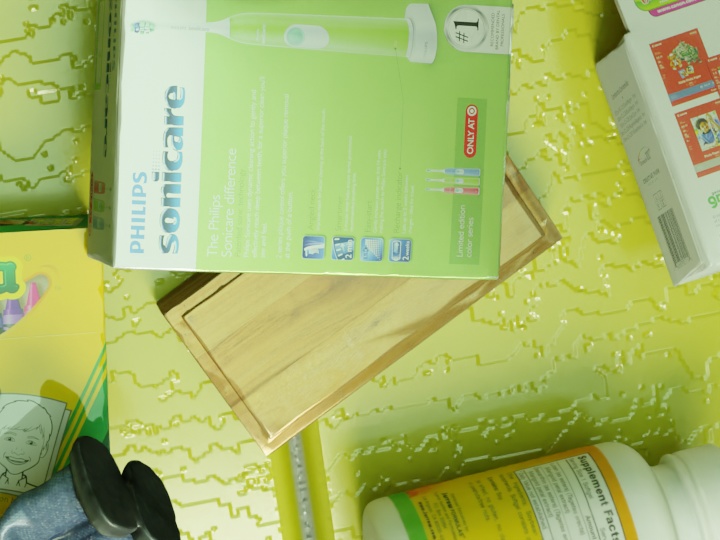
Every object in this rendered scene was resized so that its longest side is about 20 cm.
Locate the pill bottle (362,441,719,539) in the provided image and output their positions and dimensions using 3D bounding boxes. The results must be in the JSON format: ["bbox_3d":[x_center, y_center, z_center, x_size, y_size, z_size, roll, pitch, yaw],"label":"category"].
[{"bbox_3d":[0.109,0.157,1.300,0.199,0.111,0.112,-13,104,-9],"label":"pill bottle"}]

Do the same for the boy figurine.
[{"bbox_3d":[-0.190,0.161,1.201,0.200,0.065,0.124,-36,140,16],"label":"boy figurine"}]

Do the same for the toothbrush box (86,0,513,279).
[{"bbox_3d":[-0.032,-0.072,1.197,0.199,0.086,0.147,1,93,-16],"label":"toothbrush box"}]

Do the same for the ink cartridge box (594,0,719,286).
[{"bbox_3d":[0.237,-0.109,1.277,0.199,0.084,0.177,-18,85,-8],"label":"ink cartridge box"}]

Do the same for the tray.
[{"bbox_3d":[0.000,0.000,1.285,0.200,0.037,0.099,-37,106,-3],"label":"tray"}]

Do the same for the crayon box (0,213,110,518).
[{"bbox_3d":[-0.232,0.064,1.238,0.198,0.058,0.174,-4,102,-11],"label":"crayon box"}]
